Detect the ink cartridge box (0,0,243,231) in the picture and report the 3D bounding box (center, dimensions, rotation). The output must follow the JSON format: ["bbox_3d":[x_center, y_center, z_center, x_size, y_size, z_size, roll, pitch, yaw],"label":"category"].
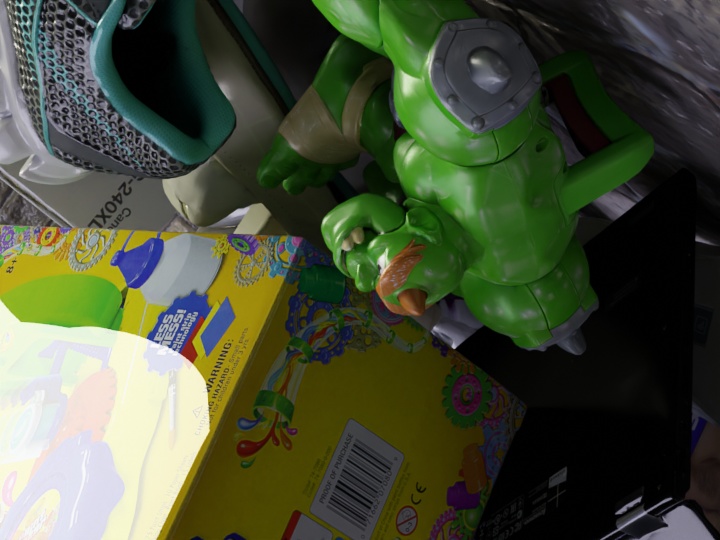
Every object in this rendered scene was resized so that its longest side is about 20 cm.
[{"bbox_3d":[-0.126,-0.104,0.925,0.083,0.145,0.200,41,176,-32],"label":"ink cartridge box"}]

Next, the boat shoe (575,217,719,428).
[{"bbox_3d":[0.146,0.027,0.699,0.071,0.070,0.201,9,-168,-38],"label":"boat shoe"}]

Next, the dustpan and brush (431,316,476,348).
[{"bbox_3d":[0.077,0.074,0.892,0.139,0.057,0.200,16,170,40],"label":"dustpan and brush"}]

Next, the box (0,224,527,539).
[{"bbox_3d":[-0.079,0.101,0.702,0.192,0.200,0.122,2,153,49],"label":"box"}]

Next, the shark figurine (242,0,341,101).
[{"bbox_3d":[-0.007,-0.060,0.830,0.128,0.090,0.214,36,176,47],"label":"shark figurine"}]

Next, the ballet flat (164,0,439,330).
[{"bbox_3d":[-0.034,-0.027,0.744,0.069,0.069,0.200,34,166,48],"label":"ballet flat"}]

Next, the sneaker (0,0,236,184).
[{"bbox_3d":[-0.086,-0.113,0.623,0.091,0.078,0.200,15,134,37],"label":"sneaker"}]

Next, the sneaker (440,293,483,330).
[{"bbox_3d":[0.000,0.000,0.889,0.200,0.088,0.074,0,159,-32],"label":"sneaker"}]

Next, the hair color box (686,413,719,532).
[{"bbox_3d":[0.131,0.119,0.828,0.065,0.200,0.109,8,157,49],"label":"hair color box"}]

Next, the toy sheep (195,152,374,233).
[{"bbox_3d":[-0.024,-0.031,0.970,0.138,0.138,0.200,-151,48,-72],"label":"toy sheep"}]

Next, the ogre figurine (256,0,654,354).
[{"bbox_3d":[0.020,-0.048,0.615,0.120,0.098,0.200,45,148,36],"label":"ogre figurine"}]

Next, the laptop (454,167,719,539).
[{"bbox_3d":[0.097,0.107,0.700,0.116,0.200,0.187,24,142,-21],"label":"laptop"}]
